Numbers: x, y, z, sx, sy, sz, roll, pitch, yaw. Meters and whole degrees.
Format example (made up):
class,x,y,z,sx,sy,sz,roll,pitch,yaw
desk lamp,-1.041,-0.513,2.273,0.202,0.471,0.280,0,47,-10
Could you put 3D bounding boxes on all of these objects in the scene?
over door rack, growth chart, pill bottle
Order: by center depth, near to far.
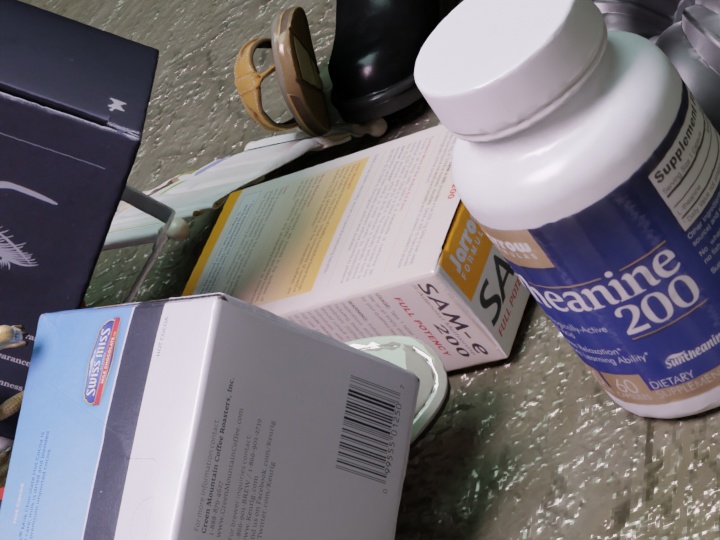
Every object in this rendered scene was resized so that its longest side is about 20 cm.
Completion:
class,x,y,z,sx,sy,sz,roll,pitch,yaw
pill bottle,0.111,-0.036,0.904,0.111,0.200,0.111,-28,31,19
over door rack,-0.140,0.074,1.095,0.148,0.066,0.200,121,164,-46
growth chart,-0.096,-0.053,1.267,0.145,0.018,0.200,-5,19,48

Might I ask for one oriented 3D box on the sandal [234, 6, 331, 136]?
class,x,y,z,sx,sy,sz,roll,pitch,yaw
sandal,-0.053,-0.122,1.276,0.054,0.081,0.200,-14,7,-3

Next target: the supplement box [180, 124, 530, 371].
class,x,y,z,sx,sy,sz,roll,pitch,yaw
supplement box,0.000,0.000,1.105,0.200,0.074,0.126,-15,38,38

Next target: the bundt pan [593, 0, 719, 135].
class,x,y,z,sx,sy,sz,roll,pitch,yaw
bundt pan,0.170,-0.135,1.032,0.202,0.076,0.202,-34,43,40

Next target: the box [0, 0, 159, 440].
class,x,y,z,sx,sy,sz,roll,pitch,yaw
box,-0.203,-0.034,1.026,0.104,0.148,0.200,-89,22,-60

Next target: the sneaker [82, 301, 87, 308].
class,x,y,z,sx,sy,sz,roll,pitch,yaw
sneaker,-0.214,0.042,1.235,0.070,0.090,0.200,-12,25,8

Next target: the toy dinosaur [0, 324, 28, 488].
class,x,y,z,sx,sy,sz,roll,pitch,yaw
toy dinosaur,-0.210,0.084,0.966,0.058,0.101,0.200,45,116,22

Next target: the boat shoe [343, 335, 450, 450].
class,x,y,z,sx,sy,sz,roll,pitch,yaw
boat shoe,-0.036,0.100,1.018,0.201,0.061,0.072,-32,65,12

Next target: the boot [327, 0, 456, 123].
class,x,y,z,sx,sy,sz,roll,pitch,yaw
boot,-0.006,-0.207,1.301,0.079,0.158,0.211,-19,33,24

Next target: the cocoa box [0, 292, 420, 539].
class,x,y,z,sx,sy,sz,roll,pitch,yaw
cocoa box,-0.077,0.126,0.898,0.131,0.133,0.201,-6,68,45

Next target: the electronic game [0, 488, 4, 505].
class,x,y,z,sx,sy,sz,roll,pitch,yaw
electronic game,-0.287,0.144,1.205,0.199,0.042,0.200,-12,27,6

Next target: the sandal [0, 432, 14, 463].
class,x,y,z,sx,sy,sz,roll,pitch,yaw
sandal,-0.272,0.127,1.058,0.202,0.050,0.082,-28,-16,-20
